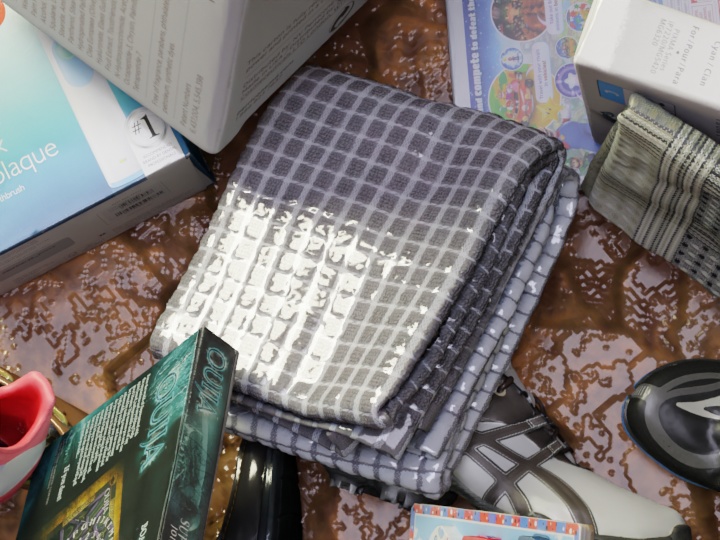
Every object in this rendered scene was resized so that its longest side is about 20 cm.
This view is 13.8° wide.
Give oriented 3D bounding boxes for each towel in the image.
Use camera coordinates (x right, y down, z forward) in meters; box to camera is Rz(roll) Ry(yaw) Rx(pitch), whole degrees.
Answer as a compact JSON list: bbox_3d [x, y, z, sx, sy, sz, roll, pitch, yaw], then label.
[{"bbox_3d":[0.195,-0.005,1.482,0.193,0.200,0.035,34,81,5],"label":"towel"},{"bbox_3d":[0.000,0.000,1.534,0.166,0.086,0.200,18,69,27],"label":"towel"}]

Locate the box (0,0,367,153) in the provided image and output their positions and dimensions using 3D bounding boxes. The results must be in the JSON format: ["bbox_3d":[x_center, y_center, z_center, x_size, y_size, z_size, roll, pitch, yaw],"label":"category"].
[{"bbox_3d":[-0.069,-0.212,1.490,0.171,0.200,0.199,37,60,12],"label":"box"}]

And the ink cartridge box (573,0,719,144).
[{"bbox_3d":[0.199,-0.075,1.477,0.176,0.200,0.045,18,84,10],"label":"ink cartridge box"}]

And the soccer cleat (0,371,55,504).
[{"bbox_3d":[-0.228,0.100,1.461,0.067,0.200,0.076,43,122,19],"label":"soccer cleat"}]

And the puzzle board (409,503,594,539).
[{"bbox_3d":[0.056,0.189,1.397,0.017,0.200,0.151,6,86,-20],"label":"puzzle board"}]

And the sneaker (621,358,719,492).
[{"bbox_3d":[0.231,0.097,1.524,0.200,0.083,0.071,25,85,11],"label":"sneaker"}]

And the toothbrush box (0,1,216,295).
[{"bbox_3d":[-0.190,-0.108,1.611,0.146,0.085,0.200,-26,78,2],"label":"toothbrush box"}]

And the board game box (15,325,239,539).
[{"bbox_3d":[-0.123,0.131,1.442,0.028,0.200,0.135,39,124,-23],"label":"board game box"}]

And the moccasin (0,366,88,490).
[{"bbox_3d":[-0.238,0.069,1.592,0.201,0.078,0.074,27,85,11],"label":"moccasin"}]

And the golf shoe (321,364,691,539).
[{"bbox_3d":[0.082,0.094,1.548,0.200,0.078,0.095,16,83,8],"label":"golf shoe"}]

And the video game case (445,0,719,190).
[{"bbox_3d":[0.148,-0.117,1.602,0.200,0.018,0.143,-5,81,6],"label":"video game case"}]

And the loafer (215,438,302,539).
[{"bbox_3d":[-0.077,0.178,1.559,0.072,0.073,0.200,8,81,13],"label":"loafer"}]
